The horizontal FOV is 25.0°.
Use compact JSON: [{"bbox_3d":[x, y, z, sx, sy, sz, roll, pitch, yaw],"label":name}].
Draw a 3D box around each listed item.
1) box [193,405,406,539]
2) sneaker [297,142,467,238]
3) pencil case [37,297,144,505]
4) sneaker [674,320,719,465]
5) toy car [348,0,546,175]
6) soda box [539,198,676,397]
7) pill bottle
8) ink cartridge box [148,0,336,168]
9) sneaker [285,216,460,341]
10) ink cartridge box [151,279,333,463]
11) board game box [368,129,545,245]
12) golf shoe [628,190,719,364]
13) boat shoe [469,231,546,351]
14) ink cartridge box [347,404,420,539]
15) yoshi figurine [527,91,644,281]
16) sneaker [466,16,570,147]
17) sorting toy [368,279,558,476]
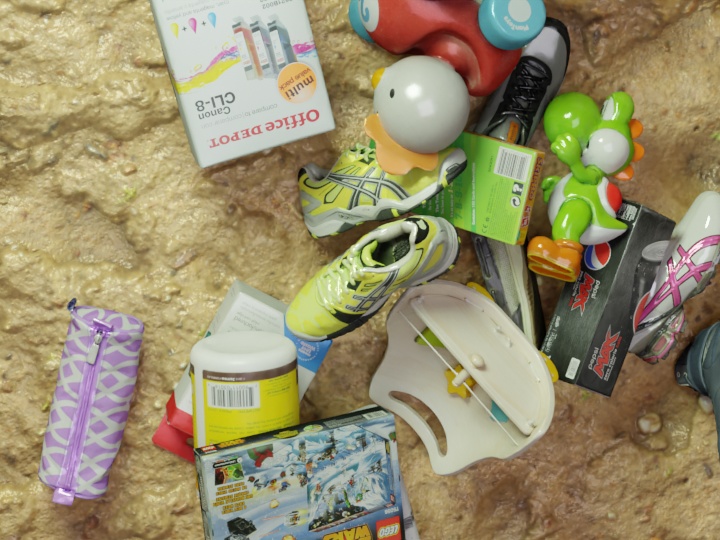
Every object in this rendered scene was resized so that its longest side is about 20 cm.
[{"bbox_3d":[-0.057,0.221,1.580,0.198,0.040,0.138,-10,104,-20],"label":"box"},{"bbox_3d":[0.015,-0.093,1.644,0.199,0.075,0.077,-18,102,30],"label":"sneaker"},{"bbox_3d":[-0.278,0.135,1.677,0.083,0.086,0.202,10,101,-9],"label":"pencil case"},{"bbox_3d":[0.396,0.147,1.747,0.076,0.146,0.204,14,73,-15],"label":"sneaker"},{"bbox_3d":[0.054,-0.192,1.579,0.176,0.184,0.201,30,72,-14],"label":"toy car"},{"bbox_3d":[0.258,0.026,1.711,0.070,0.063,0.202,20,91,-43],"label":"soda box"},{"bbox_3d":[-0.114,0.169,1.628,0.108,0.109,0.202,-3,104,-8],"label":"pill bottle"},{"bbox_3d":[-0.122,-0.221,1.597,0.144,0.145,0.202,-17,105,-6],"label":"ink cartridge box"},{"bbox_3d":[0.000,0.000,1.609,0.199,0.076,0.076,-34,61,19],"label":"sneaker"},{"bbox_3d":[-0.127,0.127,1.708,0.115,0.067,0.201,27,97,-13],"label":"ink cartridge box"},{"bbox_3d":[0.090,-0.098,1.663,0.199,0.030,0.097,19,102,31],"label":"board game box"},{"bbox_3d":[0.329,-0.001,1.752,0.091,0.073,0.201,26,97,-12],"label":"golf shoe"},{"bbox_3d":[0.157,0.030,1.738,0.065,0.072,0.203,-7,106,15],"label":"boat shoe"},{"bbox_3d":[0.012,0.262,1.718,0.083,0.145,0.202,-17,104,-4],"label":"ink cartridge box"},{"bbox_3d":[0.214,-0.099,1.676,0.112,0.112,0.202,28,80,-39],"label":"yoshi figurine"},{"bbox_3d":[0.164,-0.168,1.688,0.073,0.079,0.201,27,95,-11],"label":"sneaker"},{"bbox_3d":[0.094,0.125,1.705,0.200,0.107,0.180,48,127,8],"label":"sorting toy"}]
